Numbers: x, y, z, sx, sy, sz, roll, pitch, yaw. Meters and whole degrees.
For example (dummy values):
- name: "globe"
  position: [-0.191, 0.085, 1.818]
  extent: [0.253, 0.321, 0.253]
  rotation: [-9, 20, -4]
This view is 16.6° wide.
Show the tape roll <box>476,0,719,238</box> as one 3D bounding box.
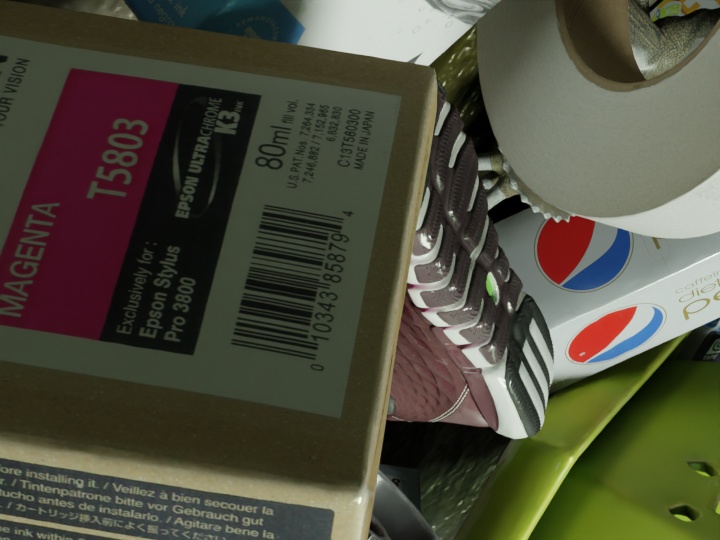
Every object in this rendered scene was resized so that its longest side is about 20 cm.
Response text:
- name: "tape roll"
  position: [0.117, -0.113, 0.878]
  extent: [0.037, 0.203, 0.203]
  rotation: [15, 123, -34]

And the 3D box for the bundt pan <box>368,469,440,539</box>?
- name: "bundt pan"
  position: [-0.023, 0.130, 1.049]
  extent: [0.076, 0.202, 0.202]
  rotation: [-44, 151, 8]

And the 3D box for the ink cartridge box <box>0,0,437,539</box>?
- name: "ink cartridge box"
  position: [-0.068, 0.009, 0.738]
  extent: [0.163, 0.201, 0.076]
  rotation: [9, 131, 0]

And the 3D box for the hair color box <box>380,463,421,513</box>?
- name: "hair color box"
  position: [-0.009, 0.197, 1.171]
  extent: [0.060, 0.201, 0.099]
  rotation: [10, 134, -10]

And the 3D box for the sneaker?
- name: "sneaker"
  position: [0.000, 0.000, 1.040]
  extent: [0.076, 0.115, 0.201]
  rotation: [-68, 143, -45]

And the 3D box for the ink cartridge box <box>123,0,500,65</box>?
- name: "ink cartridge box"
  position: [0.014, -0.138, 0.856]
  extent: [0.200, 0.067, 0.116]
  rotation: [-42, 151, 5]

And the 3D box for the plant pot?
- name: "plant pot"
  position: [0.146, 0.148, 1.196]
  extent: [0.200, 0.181, 0.200]
  rotation: [-37, 158, -55]

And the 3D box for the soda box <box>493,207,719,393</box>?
- name: "soda box"
  position: [0.136, -0.010, 1.138]
  extent: [0.199, 0.064, 0.068]
  rotation: [-25, 152, 4]

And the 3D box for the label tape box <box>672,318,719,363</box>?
- name: "label tape box"
  position: [0.186, 0.048, 1.332]
  extent: [0.143, 0.066, 0.201]
  rotation: [-7, 136, -44]

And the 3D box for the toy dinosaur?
- name: "toy dinosaur"
  position: [0.102, -0.089, 1.017]
  extent: [0.102, 0.077, 0.201]
  rotation: [-17, 142, -23]

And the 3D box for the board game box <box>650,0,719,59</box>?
- name: "board game box"
  position: [0.202, -0.098, 1.173]
  extent: [0.134, 0.034, 0.200]
  rotation: [-41, 152, 3]
